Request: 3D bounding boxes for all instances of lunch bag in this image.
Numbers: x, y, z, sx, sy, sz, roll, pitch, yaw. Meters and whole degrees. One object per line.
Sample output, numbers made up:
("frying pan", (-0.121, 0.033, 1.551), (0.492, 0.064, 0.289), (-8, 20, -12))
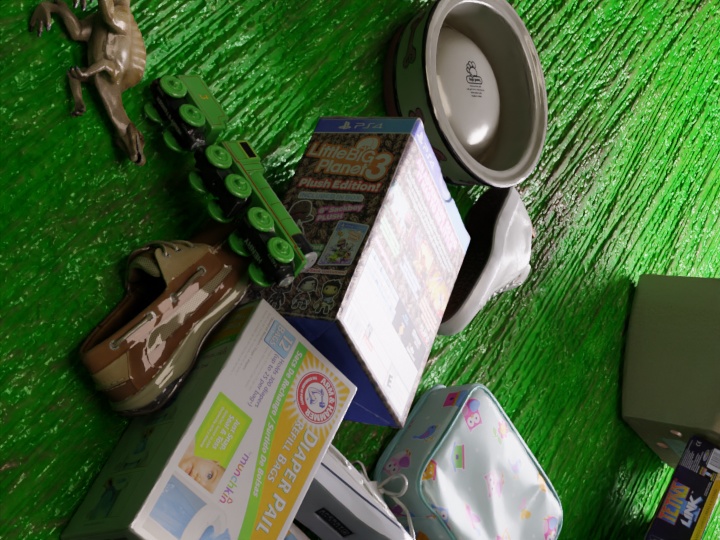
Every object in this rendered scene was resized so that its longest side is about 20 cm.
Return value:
("lunch bag", (0.105, 0.213, 1.111), (0.201, 0.077, 0.161), (57, 46, -24))

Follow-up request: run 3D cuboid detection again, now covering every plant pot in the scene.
("plant pot", (0.422, 0.137, 1.400), (0.200, 0.199, 0.178), (43, 65, -34))

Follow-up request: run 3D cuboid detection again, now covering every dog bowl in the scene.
("dog bowl", (0.101, -0.176, 1.177), (0.199, 0.073, 0.203), (11, 76, -46))

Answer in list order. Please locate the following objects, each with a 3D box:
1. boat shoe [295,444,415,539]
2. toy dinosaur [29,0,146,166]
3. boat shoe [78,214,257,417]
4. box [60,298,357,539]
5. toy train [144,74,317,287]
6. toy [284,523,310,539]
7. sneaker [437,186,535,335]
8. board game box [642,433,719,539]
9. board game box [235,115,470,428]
("boat shoe", (-0.003, 0.196, 1.005), (0.202, 0.074, 0.086), (44, 36, -20))
("toy dinosaur", (-0.189, -0.181, 0.885), (0.101, 0.058, 0.203), (10, 83, -62))
("boat shoe", (-0.137, 0.012, 0.882), (0.074, 0.075, 0.201), (49, 50, -26))
("box", (-0.104, 0.136, 0.864), (0.112, 0.101, 0.201), (44, 53, -23))
("toy train", (-0.097, -0.071, 0.903), (0.056, 0.042, 0.201), (-12, 62, -49))
("toy", (-0.057, 0.258, 0.945), (0.201, 0.047, 0.116), (52, 47, -29))
("sneaker", (0.130, 0.005, 1.177), (0.085, 0.072, 0.201), (53, 48, -24))
("board game box", (0.335, 0.306, 1.302), (0.200, 0.056, 0.166), (-51, 158, -40))
("board game box", (0.000, 0.000, 0.985), (0.201, 0.096, 0.160), (-67, 147, -31))
